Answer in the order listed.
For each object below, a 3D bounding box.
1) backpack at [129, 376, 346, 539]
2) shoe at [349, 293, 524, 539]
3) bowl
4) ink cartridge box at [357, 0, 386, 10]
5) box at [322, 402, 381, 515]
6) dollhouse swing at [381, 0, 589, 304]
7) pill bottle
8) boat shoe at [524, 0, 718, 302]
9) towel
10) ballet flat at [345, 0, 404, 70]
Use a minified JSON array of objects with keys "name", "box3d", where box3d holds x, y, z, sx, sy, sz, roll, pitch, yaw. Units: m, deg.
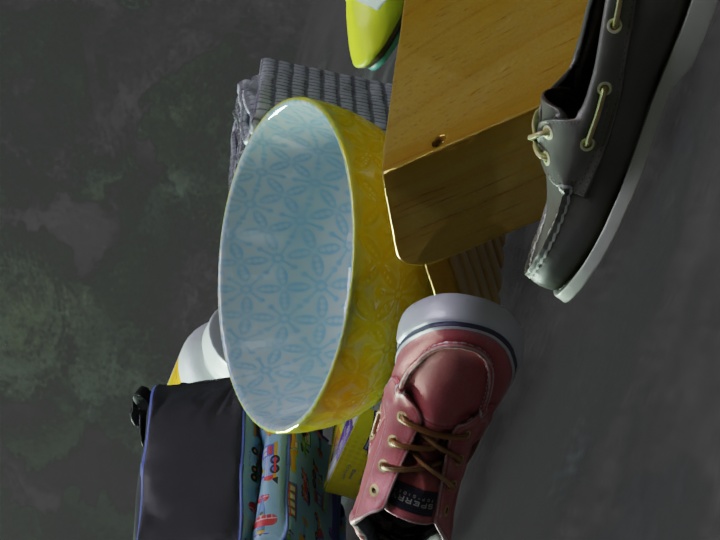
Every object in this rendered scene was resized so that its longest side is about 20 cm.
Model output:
[{"name":"backpack","box3d":[-0.076,0.190,1.726,0.200,0.134,0.184,62,-157,-47]},{"name":"shoe","box3d":[0.041,0.093,1.366,0.200,0.071,0.092,110,173,-62]},{"name":"bowl","box3d":[0.000,0.000,1.484,0.200,0.107,0.202,-176,90,-65]},{"name":"ink cartridge box","box3d":[0.030,-0.281,1.494,0.145,0.087,0.201,-37,33,66]},{"name":"box","box3d":[0.021,0.066,1.644,0.118,0.048,0.201,-83,14,-48]},{"name":"dollhouse swing","box3d":[0.103,-0.072,1.391,0.181,0.176,0.201,-22,33,22]},{"name":"pill bottle","box3d":[-0.129,0.116,2.358,0.200,0.112,0.113,116,168,-51]},{"name":"boat shoe","box3d":[0.117,-0.080,1.208,0.072,0.060,0.203,-88,17,-64]},{"name":"towel","box3d":[-0.013,-0.085,1.775,0.200,0.164,0.086,-100,22,-74]},{"name":"ballet flat","box3d":[0.024,-0.226,1.587,0.201,0.067,0.067,-63,19,-17]}]
